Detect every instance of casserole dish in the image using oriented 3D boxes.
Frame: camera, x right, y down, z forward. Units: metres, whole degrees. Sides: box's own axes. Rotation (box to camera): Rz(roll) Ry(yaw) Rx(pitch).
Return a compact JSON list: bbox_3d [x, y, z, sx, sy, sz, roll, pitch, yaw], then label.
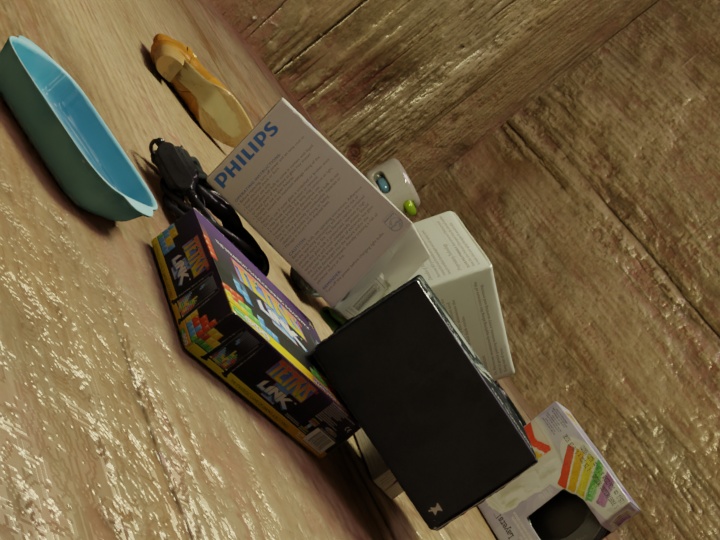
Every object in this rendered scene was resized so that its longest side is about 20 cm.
[{"bbox_3d":[-0.249,-0.115,0.946,0.200,0.039,0.121,53,7,15],"label":"casserole dish"}]

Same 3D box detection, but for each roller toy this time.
[{"bbox_3d":[0.097,-0.261,3.593,0.183,0.139,0.200,61,1,-20],"label":"roller toy"}]

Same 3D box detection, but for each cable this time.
[{"bbox_3d":[-0.161,-0.052,1.211,0.200,0.051,0.163,54,1,32],"label":"cable"}]

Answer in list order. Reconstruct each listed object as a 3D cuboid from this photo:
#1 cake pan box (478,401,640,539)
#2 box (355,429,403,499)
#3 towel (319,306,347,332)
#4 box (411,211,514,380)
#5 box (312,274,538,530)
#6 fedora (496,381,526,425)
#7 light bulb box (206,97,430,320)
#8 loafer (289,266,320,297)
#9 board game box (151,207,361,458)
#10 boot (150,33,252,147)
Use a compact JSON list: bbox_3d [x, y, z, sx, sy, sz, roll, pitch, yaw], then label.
[{"bbox_3d":[0.261,0.313,1.531,0.052,0.184,0.200,38,16,-48],"label":"cake pan box"},{"bbox_3d":[0.015,0.170,1.224,0.039,0.041,0.200,48,7,-31],"label":"box"},{"bbox_3d":[0.023,0.121,1.334,0.149,0.031,0.200,34,-10,21],"label":"towel"},{"bbox_3d":[0.107,0.056,1.651,0.200,0.171,0.200,-117,-170,-60],"label":"box"},{"bbox_3d":[0.063,0.119,1.075,0.200,0.124,0.197,56,6,1],"label":"box"},{"bbox_3d":[0.218,0.248,1.959,0.201,0.092,0.201,51,7,-9],"label":"fedora"},{"bbox_3d":[-0.040,-0.057,1.227,0.200,0.125,0.198,44,-1,14],"label":"light bulb box"},{"bbox_3d":[0.000,0.000,1.515,0.070,0.200,0.068,54,-38,35],"label":"loafer"},{"bbox_3d":[-0.095,0.058,1.009,0.200,0.057,0.166,47,10,-40],"label":"board game box"},{"bbox_3d":[-0.244,-0.287,1.716,0.201,0.071,0.144,44,12,-23],"label":"boot"}]
